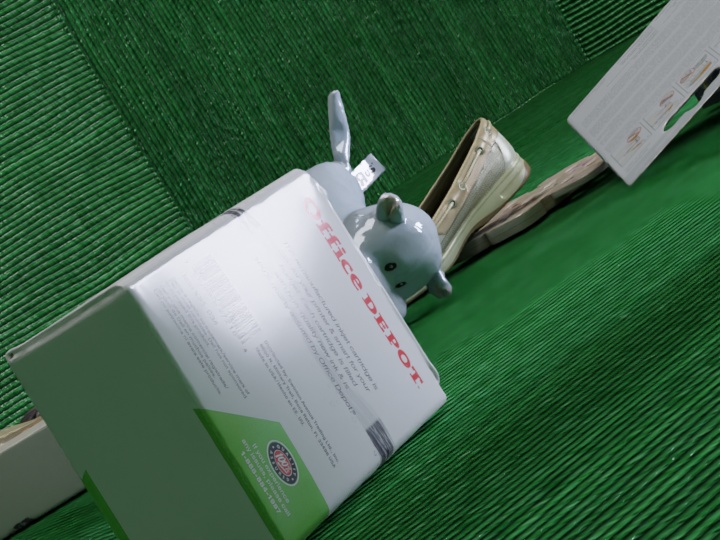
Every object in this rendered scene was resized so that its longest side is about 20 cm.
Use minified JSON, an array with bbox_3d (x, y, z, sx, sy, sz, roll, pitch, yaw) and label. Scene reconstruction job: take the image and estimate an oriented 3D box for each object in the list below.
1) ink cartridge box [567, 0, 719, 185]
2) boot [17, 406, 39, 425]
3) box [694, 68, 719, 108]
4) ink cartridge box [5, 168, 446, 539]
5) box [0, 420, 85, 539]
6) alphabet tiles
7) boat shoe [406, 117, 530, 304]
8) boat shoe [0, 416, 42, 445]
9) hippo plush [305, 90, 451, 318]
[{"bbox_3d":[0.248,-0.139,1.816,0.163,0.057,0.200,-49,23,8],"label":"ink cartridge box"},{"bbox_3d":[-0.335,0.181,2.550,0.200,0.069,0.174,-34,7,25],"label":"boot"},{"bbox_3d":[0.368,-0.206,1.894,0.157,0.051,0.200,-34,4,-21],"label":"box"},{"bbox_3d":[-0.059,0.053,1.140,0.084,0.146,0.200,-30,3,29],"label":"ink cartridge box"},{"bbox_3d":[-0.282,0.174,2.023,0.199,0.069,0.082,-31,4,7],"label":"box"},{"bbox_3d":[0.155,-0.061,1.990,0.195,0.015,0.200,-28,5,41],"label":"alphabet tiles"},{"bbox_3d":[0.057,-0.039,1.922,0.201,0.063,0.073,-45,14,-18],"label":"boat shoe"},{"bbox_3d":[-0.275,0.158,2.263,0.199,0.072,0.064,-31,19,-20],"label":"boat shoe"},{"bbox_3d":[0.000,0.000,1.776,0.160,0.160,0.200,20,61,46],"label":"hippo plush"}]
